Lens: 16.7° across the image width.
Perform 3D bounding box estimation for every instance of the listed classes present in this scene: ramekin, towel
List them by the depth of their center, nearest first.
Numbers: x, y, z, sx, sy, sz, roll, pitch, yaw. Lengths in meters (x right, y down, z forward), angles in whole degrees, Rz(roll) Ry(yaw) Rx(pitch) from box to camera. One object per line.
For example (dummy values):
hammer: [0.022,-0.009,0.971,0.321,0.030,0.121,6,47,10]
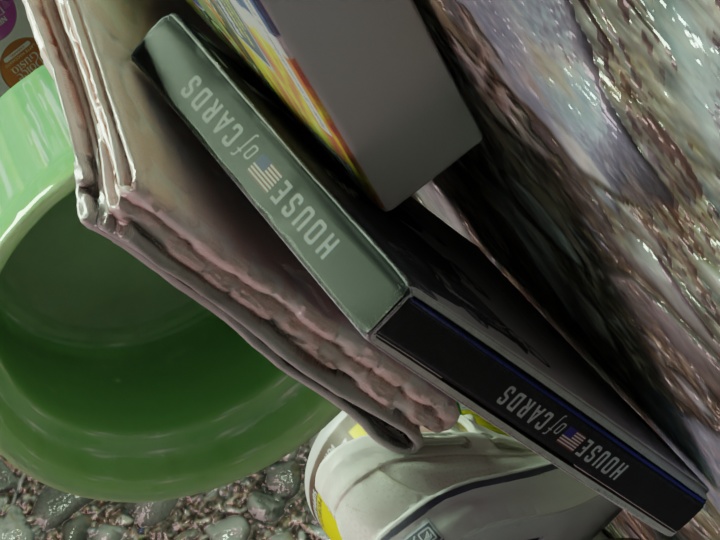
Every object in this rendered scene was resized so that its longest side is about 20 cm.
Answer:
towel: [-0.050,-0.046,0.853,0.200,0.032,0.191,39,-157,-47]
ramekin: [-0.088,-0.006,1.070,0.200,0.200,0.098,56,-179,-43]

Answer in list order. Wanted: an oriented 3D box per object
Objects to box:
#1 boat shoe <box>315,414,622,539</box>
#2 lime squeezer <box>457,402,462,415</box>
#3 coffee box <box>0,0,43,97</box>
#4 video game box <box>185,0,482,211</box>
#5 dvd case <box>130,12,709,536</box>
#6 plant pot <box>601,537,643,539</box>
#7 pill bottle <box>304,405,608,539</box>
boat shoe: [0.043,0.085,0.947,0.070,0.071,0.200,50,-159,19]
lime squeezer: [0.000,0.000,1.001,0.038,0.071,0.200,-9,123,50]
coffee box: [-0.226,-0.132,1.361,0.198,0.200,0.200,53,175,-18]
video game box: [-0.057,-0.132,0.716,0.182,0.047,0.200,51,176,38]
dvd case: [0.023,0.005,0.801,0.200,0.025,0.150,36,-170,-50]
plant pot: [0.118,0.221,1.017,0.200,0.187,0.187,67,172,-12]
pill bottle: [0.061,0.145,1.242,0.200,0.109,0.109,47,173,45]
